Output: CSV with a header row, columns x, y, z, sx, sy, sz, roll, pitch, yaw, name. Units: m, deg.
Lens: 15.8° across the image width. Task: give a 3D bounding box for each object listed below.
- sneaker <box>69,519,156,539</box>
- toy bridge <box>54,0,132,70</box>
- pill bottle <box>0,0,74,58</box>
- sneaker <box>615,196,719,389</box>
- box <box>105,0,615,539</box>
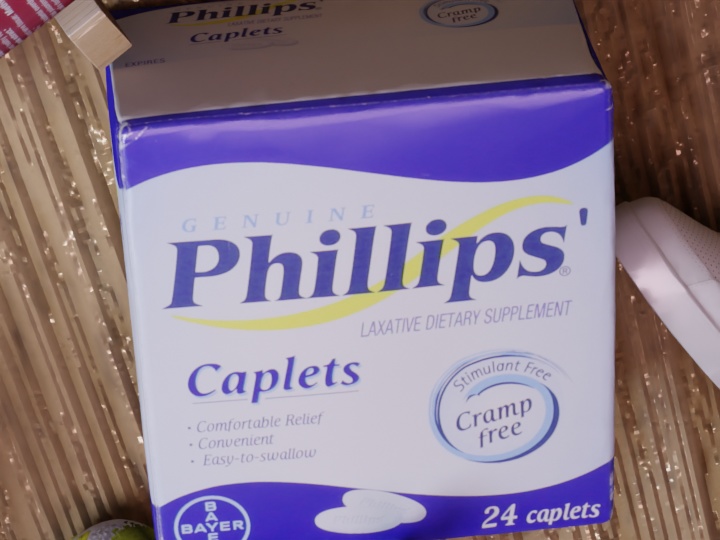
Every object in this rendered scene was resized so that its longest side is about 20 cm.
x,y,z,sx,sy,sz,roll,pitch,yaw,name
-0.071,0.191,1.134,0.200,0.076,0.105,43,120,-18,sneaker
-0.109,-0.103,0.949,0.200,0.067,0.027,-38,145,3,toy bridge
-0.157,-0.116,0.891,0.200,0.110,0.110,-38,118,-1,pill bottle
0.191,0.008,1.051,0.116,0.074,0.200,-40,126,15,sneaker
0.000,0.000,1.003,0.183,0.105,0.200,-6,120,-3,box
